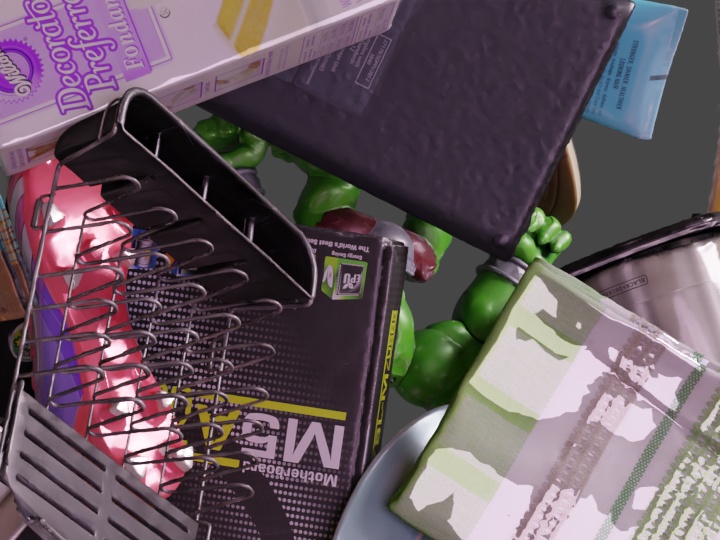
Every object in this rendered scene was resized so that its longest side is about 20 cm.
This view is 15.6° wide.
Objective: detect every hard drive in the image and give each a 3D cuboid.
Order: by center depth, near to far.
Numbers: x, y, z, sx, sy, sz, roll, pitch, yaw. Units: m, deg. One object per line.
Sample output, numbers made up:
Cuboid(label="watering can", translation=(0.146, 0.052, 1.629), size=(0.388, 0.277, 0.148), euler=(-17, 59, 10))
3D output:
Cuboid(label="hard drive", translation=(0.015, -0.111, 1.273), size=(0.199, 0.033, 0.140), euler=(27, 98, 3))

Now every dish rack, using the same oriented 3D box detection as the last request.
Cuboid(label="dish rack", translation=(-0.091, 0.041, 1.156), size=(0.153, 0.054, 0.201), euler=(41, 46, -42))

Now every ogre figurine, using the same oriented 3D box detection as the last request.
Cuboid(label="ogre figurine", translation=(0.000, 0.000, 1.339), size=(0.199, 0.098, 0.121), euler=(24, 74, -34))

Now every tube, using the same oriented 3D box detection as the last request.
Cuboid(label="tube", translation=(0.058, -0.123, 1.307), size=(0.199, 0.051, 0.078), euler=(17, 133, 6))

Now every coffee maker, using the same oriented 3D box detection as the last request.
Cuboid(label="coffee maker", translation=(0.198, 0.076, 1.359), size=(0.191, 0.134, 0.201), euler=(-12, 81, -41))

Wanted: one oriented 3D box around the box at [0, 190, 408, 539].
Cuboid(label="box", translation=(-0.087, 0.067, 1.281), size=(0.199, 0.048, 0.195), euler=(9, 89, 12))

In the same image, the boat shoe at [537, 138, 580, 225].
Cuboid(label="boat shoe", translation=(0.070, -0.118, 1.372), size=(0.065, 0.073, 0.201), euler=(-48, 120, -47))

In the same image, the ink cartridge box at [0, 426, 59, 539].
Cuboid(label="ink cartridge box", translation=(-0.219, 0.102, 1.196), size=(0.068, 0.200, 0.115), euler=(46, 77, -19))

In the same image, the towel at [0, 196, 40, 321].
Cuboid(label="towel", translation=(-0.233, -0.065, 1.218), size=(0.022, 0.146, 0.201), euler=(-35, 111, -50))

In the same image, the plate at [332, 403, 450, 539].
Cuboid(label="plate", translation=(0.047, 0.166, 1.295), size=(0.200, 0.025, 0.202), euler=(-15, 110, -50))

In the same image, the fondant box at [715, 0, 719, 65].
Cuboid(label="fondant box", translation=(0.267, -0.216, 1.446), size=(0.143, 0.058, 0.202), euler=(-7, 98, -22))

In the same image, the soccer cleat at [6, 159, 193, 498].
Cuboid(label="soccer cleat", translation=(-0.137, 0.023, 1.240), size=(0.066, 0.076, 0.201), euler=(-5, 73, -46))

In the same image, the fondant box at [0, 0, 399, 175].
Cuboid(label="fondant box", translation=(-0.099, -0.149, 1.208), size=(0.199, 0.058, 0.145), euler=(-22, 83, -7))

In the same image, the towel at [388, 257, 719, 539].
Cuboid(label="towel", translation=(0.132, 0.103, 1.242), size=(0.199, 0.031, 0.150), euler=(31, 78, -1))
